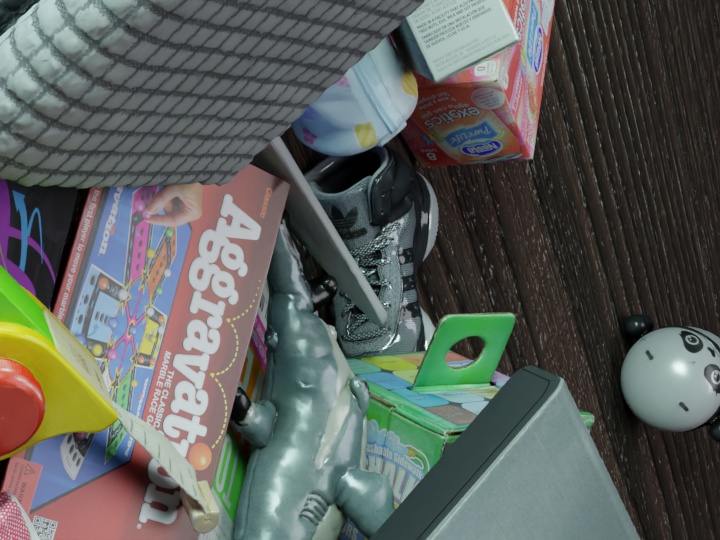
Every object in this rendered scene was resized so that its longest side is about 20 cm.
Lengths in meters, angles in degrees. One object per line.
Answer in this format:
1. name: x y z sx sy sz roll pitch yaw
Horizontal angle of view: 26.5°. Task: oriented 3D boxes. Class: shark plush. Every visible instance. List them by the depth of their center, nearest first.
1. shark plush: -0.031 0.072 0.768 0.083 0.091 0.201 -2 101 -45

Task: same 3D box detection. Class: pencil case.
1. pencil case: -0.031 -0.157 0.872 0.083 0.091 0.200 -52 143 -22

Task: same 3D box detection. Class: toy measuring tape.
1. toy measuring tape: -0.133 0.062 0.616 0.200 0.073 0.074 54 39 -42

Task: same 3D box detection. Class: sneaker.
1. sneaker: 0.000 0.000 0.960 0.114 0.075 0.201 53 35 -52

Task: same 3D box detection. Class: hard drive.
1. hard drive: 0.089 0.166 0.820 0.140 0.033 0.200 -47 131 -20

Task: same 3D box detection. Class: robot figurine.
1. robot figurine: 0.375 0.124 1.777 0.200 0.150 0.125 6 94 -68

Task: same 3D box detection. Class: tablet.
1. tablet: -0.052 -0.058 0.812 0.130 0.014 0.200 48 -7 40

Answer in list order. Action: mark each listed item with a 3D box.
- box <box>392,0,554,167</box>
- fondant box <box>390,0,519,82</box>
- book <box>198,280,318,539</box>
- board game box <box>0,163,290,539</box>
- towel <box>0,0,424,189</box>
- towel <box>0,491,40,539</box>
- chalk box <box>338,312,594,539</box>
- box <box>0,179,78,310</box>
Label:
1. box: 0.086 -0.188 1.155 0.103 0.094 0.201 55 39 -52
2. fondant box: 0.016 -0.216 0.901 0.144 0.058 0.200 -116 -179 -78
3. book: -0.072 0.072 0.819 0.134 0.048 0.201 67 29 -52
4. board game box: -0.099 0.034 0.691 0.103 0.019 0.201 25 70 -36
5. towel: -0.064 -0.114 0.593 0.086 0.166 0.200 55 23 12
6. towel: -0.169 0.196 0.573 0.200 0.030 0.147 -49 131 -49
7. chalk box: 0.040 0.117 0.868 0.124 0.124 0.201 1 104 -42
8. box: -0.172 -0.082 0.600 0.200 0.036 0.143 50 43 -54
